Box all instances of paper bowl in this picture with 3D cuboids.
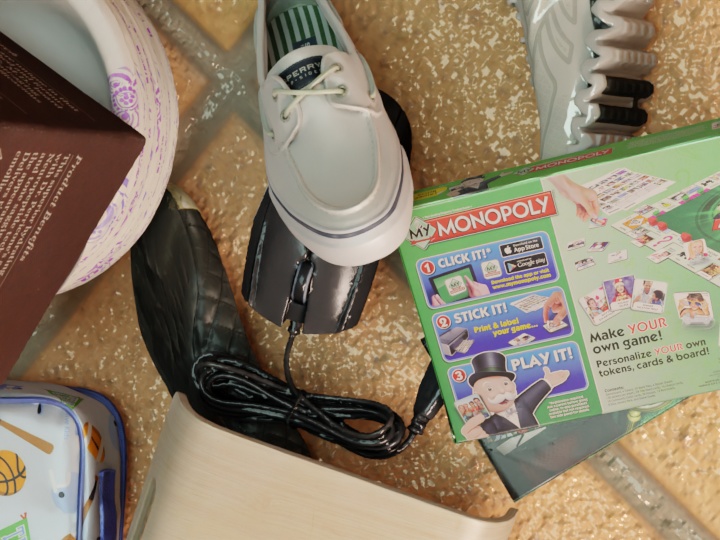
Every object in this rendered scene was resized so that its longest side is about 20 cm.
[{"bbox_3d":[-0.198,-0.084,1.158,0.198,0.104,0.203,1,93,17],"label":"paper bowl"}]

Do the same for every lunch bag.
[{"bbox_3d":[-0.209,0.165,1.187,0.158,0.076,0.202,2,92,15],"label":"lunch bag"}]

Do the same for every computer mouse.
[{"bbox_3d":[0.000,0.000,1.107,0.139,0.046,0.202,21,82,8],"label":"computer mouse"}]

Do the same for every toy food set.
[{"bbox_3d":[-0.029,0.163,1.113,0.198,0.060,0.145,19,106,-4],"label":"toy food set"}]

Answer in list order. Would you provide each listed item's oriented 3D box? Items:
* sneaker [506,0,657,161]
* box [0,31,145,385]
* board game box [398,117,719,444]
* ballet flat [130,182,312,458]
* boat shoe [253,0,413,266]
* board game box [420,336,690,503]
[{"bbox_3d":[0.113,-0.133,1.083,0.080,0.075,0.202,7,89,28],"label":"sneaker"},{"bbox_3d":[-0.245,-0.045,1.016,0.164,0.200,0.167,35,101,14],"label":"box"},{"bbox_3d":[0.127,0.005,1.050,0.198,0.029,0.136,-12,107,14],"label":"board game box"},{"bbox_3d":[-0.082,0.045,1.164,0.066,0.056,0.202,-29,77,45],"label":"ballet flat"},{"bbox_3d":[-0.027,-0.085,1.065,0.073,0.067,0.201,-23,42,0],"label":"boat shoe"},{"bbox_3d":[0.140,0.030,1.098,0.199,0.023,0.105,-32,80,16],"label":"board game box"}]
